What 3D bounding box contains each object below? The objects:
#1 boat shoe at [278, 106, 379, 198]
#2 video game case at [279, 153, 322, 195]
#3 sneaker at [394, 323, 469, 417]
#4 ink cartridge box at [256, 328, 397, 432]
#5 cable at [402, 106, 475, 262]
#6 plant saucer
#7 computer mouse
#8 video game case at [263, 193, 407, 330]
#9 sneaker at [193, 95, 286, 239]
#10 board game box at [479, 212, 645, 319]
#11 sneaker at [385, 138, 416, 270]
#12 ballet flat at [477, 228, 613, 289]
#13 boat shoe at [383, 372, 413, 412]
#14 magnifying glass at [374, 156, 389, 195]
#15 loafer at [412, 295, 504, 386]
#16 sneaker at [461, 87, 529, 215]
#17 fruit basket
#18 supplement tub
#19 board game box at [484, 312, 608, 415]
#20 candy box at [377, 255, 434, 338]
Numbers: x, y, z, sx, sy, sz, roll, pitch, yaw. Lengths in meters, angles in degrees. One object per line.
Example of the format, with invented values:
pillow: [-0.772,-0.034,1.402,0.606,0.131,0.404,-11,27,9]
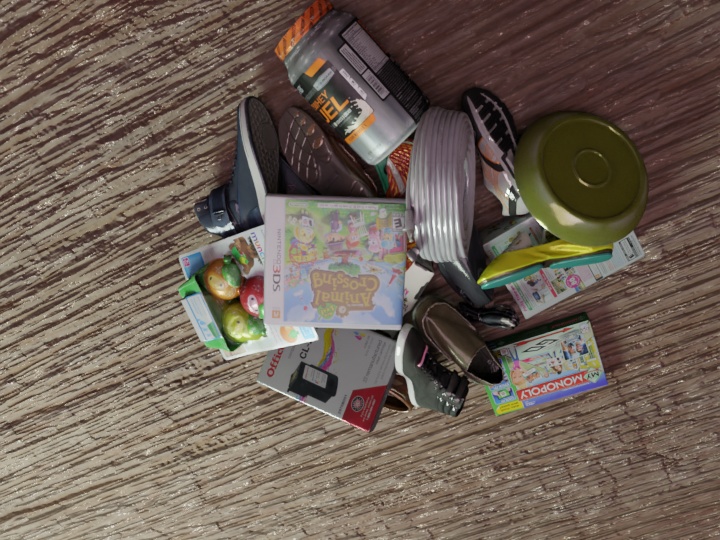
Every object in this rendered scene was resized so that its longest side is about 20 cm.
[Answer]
boat shoe: [-0.045,-0.155,0.887,0.076,0.072,0.201,-38,87,28]
video game case: [-0.100,-0.060,0.913,0.200,0.019,0.143,45,115,15]
sneaker: [0.116,0.155,0.928,0.098,0.071,0.201,11,143,28]
ink cartridge box: [-0.046,0.150,0.965,0.198,0.083,0.148,21,83,11]
cable: [0.111,-0.112,0.793,0.068,0.200,0.203,3,94,17]
plant saucer: [0.306,-0.133,0.816,0.197,0.031,0.203,3,72,-9]
computer mouse: [0.158,0.005,0.921,0.052,0.138,0.202,-28,105,-21]
video game case: [-0.035,-0.010,0.838,0.197,0.022,0.185,2,102,-3]
sneaker: [-0.187,-0.142,0.889,0.144,0.077,0.206,-4,101,27]
board game box: [0.301,-0.040,0.915,0.198,0.064,0.148,-30,108,16]
sneaker: [0.066,-0.089,0.877,0.072,0.077,0.203,12,110,8]
ballet flat: [0.255,-0.027,0.854,0.197,0.067,0.068,-14,76,1]
boat shoe: [0.004,0.192,1.028,0.197,0.072,0.076,11,135,0]
magnifying glass: [0.039,-0.157,0.905,0.200,0.022,0.080,42,109,-12]
loafer: [0.163,0.113,0.952,0.200,0.070,0.076,41,82,-21]
sneaker: [0.192,-0.162,0.862,0.080,0.074,0.202,-21,102,52]
fruit basket: [-0.177,0.042,0.904,0.198,0.094,0.187,-12,106,37]
supplement tub: [-0.012,-0.252,0.807,0.122,0.123,0.200,-41,103,21]
board game box: [0.305,0.163,1.029,0.197,0.029,0.136,-20,111,14]
candy box: [0.000,0.000,0.960,0.198,0.061,0.137,29,112,-8]
